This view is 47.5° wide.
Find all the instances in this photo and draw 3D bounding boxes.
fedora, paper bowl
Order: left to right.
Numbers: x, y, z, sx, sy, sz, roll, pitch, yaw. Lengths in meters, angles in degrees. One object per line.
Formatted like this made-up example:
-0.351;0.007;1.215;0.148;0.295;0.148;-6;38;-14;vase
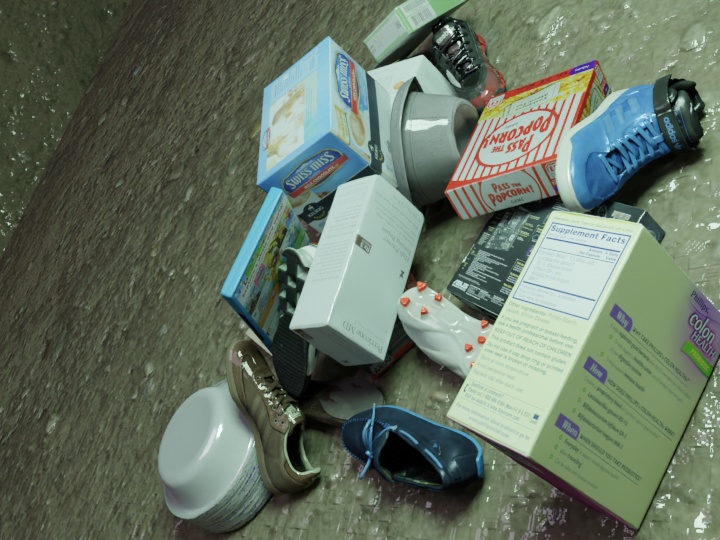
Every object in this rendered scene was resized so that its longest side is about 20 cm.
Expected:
-0.196;0.240;1.109;0.200;0.104;0.202;-33;39;31;paper bowl
0.105;-0.155;1.040;0.089;0.200;0.179;-1;67;19;fedora

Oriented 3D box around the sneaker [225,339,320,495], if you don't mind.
-0.103;0.176;1.024;0.075;0.070;0.202;-23;85;30;sneaker

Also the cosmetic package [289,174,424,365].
0.000;0.000;0.965;0.074;0.101;0.202;-11;54;44;cosmetic package

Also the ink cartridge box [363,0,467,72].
0.063;-0.360;1.252;0.145;0.048;0.200;-39;7;-30;ink cartridge box

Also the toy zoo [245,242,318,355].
-0.087;0.034;1.223;0.201;0.020;0.131;-58;34;-5;toy zoo

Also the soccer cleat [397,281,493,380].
0.117;0.086;0.899;0.069;0.078;0.200;-36;50;-18;soccer cleat

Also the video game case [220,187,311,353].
-0.104;0.008;1.018;0.018;0.200;0.144;17;70;19;video game case

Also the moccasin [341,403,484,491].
0.039;0.187;0.873;0.199;0.068;0.081;-6;98;50;moccasin

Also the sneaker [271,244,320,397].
-0.056;0.064;1.022;0.074;0.088;0.202;30;120;40;sneaker

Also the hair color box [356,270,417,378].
0.014;0.028;1.068;0.111;0.064;0.201;-43;34;16;hair color box

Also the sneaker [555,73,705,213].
0.282;-0.134;0.831;0.111;0.077;0.200;-8;28;47;sneaker

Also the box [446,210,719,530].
0.198;0.084;0.694;0.096;0.175;0.201;18;76;54;box

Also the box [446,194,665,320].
0.202;-0.009;0.886;0.161;0.043;0.200;-58;34;-4;box

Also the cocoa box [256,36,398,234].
-0.045;-0.177;1.079;0.133;0.131;0.201;-31;42;29;cocoa box

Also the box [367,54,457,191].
0.045;-0.192;1.186;0.124;0.097;0.202;-1;60;49;box

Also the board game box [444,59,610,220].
0.198;-0.153;0.954;0.150;0.046;0.201;-14;35;38;board game box

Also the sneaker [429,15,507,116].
0.145;-0.292;1.150;0.071;0.098;0.202;-36;39;23;sneaker

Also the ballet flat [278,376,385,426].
-0.040;0.170;1.038;0.199;0.047;0.067;-1;38;44;ballet flat
